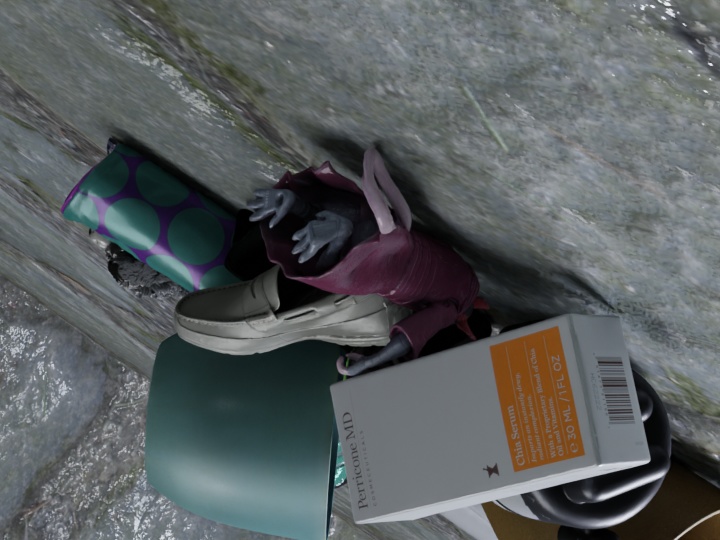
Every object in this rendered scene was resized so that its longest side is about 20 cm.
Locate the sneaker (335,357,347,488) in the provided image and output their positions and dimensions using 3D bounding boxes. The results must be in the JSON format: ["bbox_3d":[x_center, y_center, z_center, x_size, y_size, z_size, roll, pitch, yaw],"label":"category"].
[{"bbox_3d":[-0.024,0.114,1.750,0.087,0.074,0.201,38,132,36],"label":"sneaker"}]

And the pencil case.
[{"bbox_3d":[-0.163,-0.031,1.626,0.200,0.085,0.092,34,157,-5],"label":"pencil case"}]

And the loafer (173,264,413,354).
[{"bbox_3d":[-0.057,0.021,1.400,0.199,0.070,0.070,-5,126,21],"label":"loafer"}]

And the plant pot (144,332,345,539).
[{"bbox_3d":[-0.099,0.128,1.569,0.160,0.202,0.201,6,167,1],"label":"plant pot"}]

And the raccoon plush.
[{"bbox_3d":[-0.174,-0.002,1.784,0.200,0.097,0.134,33,177,-2],"label":"raccoon plush"}]

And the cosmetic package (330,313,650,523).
[{"bbox_3d":[0.083,0.101,1.215,0.199,0.102,0.071,-20,166,35],"label":"cosmetic package"}]

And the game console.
[{"bbox_3d":[0.000,0.000,1.486,0.200,0.117,0.176,34,139,-12],"label":"game console"}]

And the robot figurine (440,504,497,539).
[{"bbox_3d":[0.103,0.181,1.723,0.200,0.113,0.170,35,-168,-15],"label":"robot figurine"}]

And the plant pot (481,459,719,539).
[{"bbox_3d":[0.188,0.203,1.494,0.200,0.186,0.186,43,176,32],"label":"plant pot"}]

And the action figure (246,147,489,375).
[{"bbox_3d":[0.025,-0.013,1.247,0.200,0.134,0.149,26,132,-35],"label":"action figure"}]

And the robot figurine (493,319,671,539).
[{"bbox_3d":[0.148,0.125,1.332,0.124,0.151,0.200,22,171,-15],"label":"robot figurine"}]

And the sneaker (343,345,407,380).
[{"bbox_3d":[0.046,0.102,1.373,0.076,0.084,0.200,15,-161,-27],"label":"sneaker"}]
